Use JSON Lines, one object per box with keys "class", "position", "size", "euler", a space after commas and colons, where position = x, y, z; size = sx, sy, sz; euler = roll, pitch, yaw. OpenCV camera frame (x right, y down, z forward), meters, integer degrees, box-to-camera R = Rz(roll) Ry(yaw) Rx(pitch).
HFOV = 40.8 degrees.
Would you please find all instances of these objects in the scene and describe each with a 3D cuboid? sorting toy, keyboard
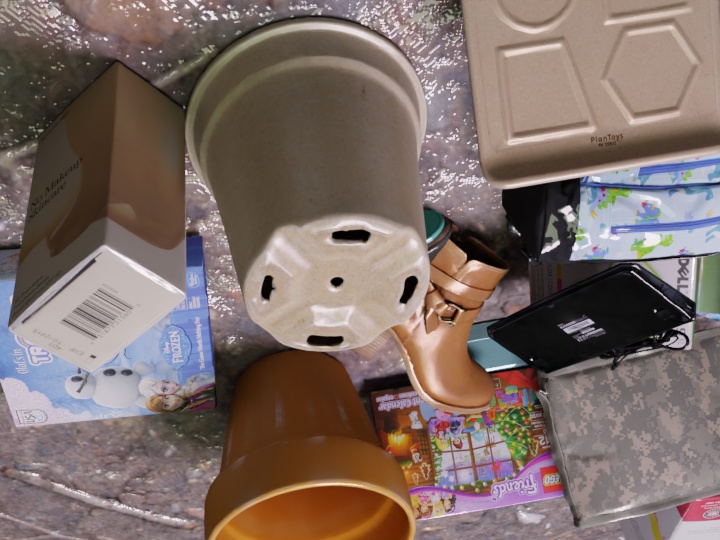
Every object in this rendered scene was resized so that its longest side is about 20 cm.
{"class": "sorting toy", "position": [0.163, -0.171, 0.685], "size": [0.182, 0.036, 0.203], "euler": [-9, 98, -3]}
{"class": "keyboard", "position": [0.202, 0.041, 0.833], "size": [0.104, 0.040, 0.200], "euler": [36, 150, -14]}

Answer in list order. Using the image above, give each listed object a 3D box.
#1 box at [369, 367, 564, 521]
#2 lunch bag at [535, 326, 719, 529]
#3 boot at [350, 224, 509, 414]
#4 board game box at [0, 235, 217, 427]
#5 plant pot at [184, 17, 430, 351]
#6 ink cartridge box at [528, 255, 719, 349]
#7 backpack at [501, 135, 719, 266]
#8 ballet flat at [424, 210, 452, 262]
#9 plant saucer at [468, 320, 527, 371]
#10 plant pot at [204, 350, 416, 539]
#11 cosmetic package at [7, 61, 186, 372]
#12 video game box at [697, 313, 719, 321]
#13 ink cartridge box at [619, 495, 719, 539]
{"class": "box", "position": [0.116, 0.184, 1.026], "size": [0.197, 0.139, 0.039], "euler": [-9, 170, -4]}
{"class": "lunch bag", "position": [0.284, 0.161, 0.996], "size": [0.197, 0.167, 0.118], "euler": [-11, 172, -9]}
{"class": "boot", "position": [0.091, 0.047, 0.918], "size": [0.198, 0.074, 0.155], "euler": [29, 118, -27]}
{"class": "board game box", "position": [-0.235, 0.060, 0.888], "size": [0.196, 0.044, 0.202], "euler": [-4, 135, -7]}
{"class": "plant pot", "position": [-0.030, -0.051, 0.722], "size": [0.197, 0.185, 0.202], "euler": [-6, 136, -6]}
{"class": "ink cartridge box", "position": [0.252, 0.010, 0.866], "size": [0.197, 0.060, 0.105], "euler": [4, 124, 20]}
{"class": "backpack", "position": [0.229, -0.073, 0.774], "size": [0.197, 0.164, 0.156], "euler": [11, 111, -5]}
{"class": "ballet flat", "position": [0.000, 0.000, 0.846], "size": [0.198, 0.068, 0.069], "euler": [-13, 128, 28]}
{"class": "plant saucer", "position": [0.179, 0.075, 1.015], "size": [0.197, 0.019, 0.070], "euler": [-11, 136, -3]}
{"class": "plant pot", "position": [-0.058, 0.189, 0.957], "size": [0.197, 0.185, 0.202], "euler": [-7, 135, -7]}
{"class": "cosmetic package", "position": [-0.181, -0.043, 0.683], "size": [0.105, 0.202, 0.071], "euler": [-37, 130, 22]}
{"class": "video game box", "position": [0.349, -0.045, 0.912], "size": [0.180, 0.047, 0.201], "euler": [18, 128, -25]}
{"class": "ink cartridge box", "position": [0.407, 0.262, 1.163], "size": [0.143, 0.146, 0.202], "euler": [-3, 135, -10]}
